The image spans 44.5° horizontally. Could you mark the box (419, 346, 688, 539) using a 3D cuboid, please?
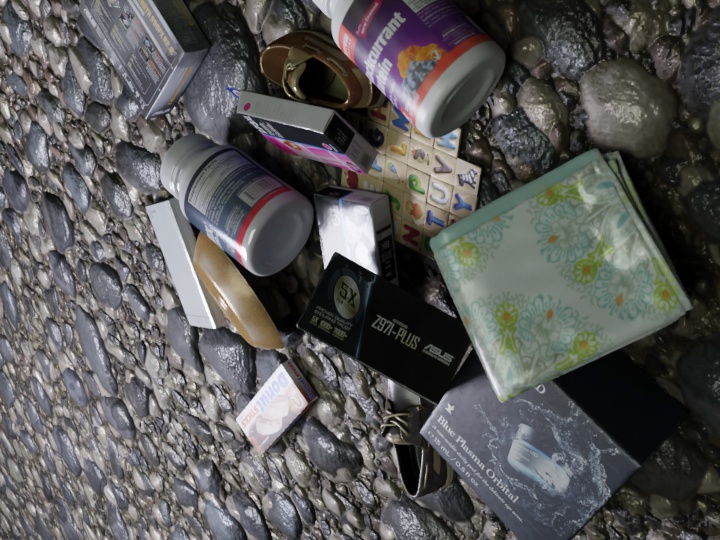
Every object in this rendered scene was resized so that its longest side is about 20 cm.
[{"bbox_3d":[0.194,0.160,0.925,0.197,0.117,0.201,44,134,20],"label":"box"}]

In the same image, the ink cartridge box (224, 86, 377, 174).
[{"bbox_3d":[-0.078,-0.169,1.048,0.198,0.094,0.037,24,81,41],"label":"ink cartridge box"}]

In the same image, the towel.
[{"bbox_3d":[0.182,0.003,0.817,0.198,0.048,0.173,-27,74,15],"label":"towel"}]

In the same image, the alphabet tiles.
[{"bbox_3d":[0.053,-0.106,1.013,0.198,0.006,0.169,29,129,33],"label":"alphabet tiles"}]

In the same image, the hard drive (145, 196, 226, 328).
[{"bbox_3d":[-0.269,-0.011,1.353,0.131,0.026,0.203,0,111,62],"label":"hard drive"}]

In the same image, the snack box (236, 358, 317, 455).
[{"bbox_3d":[-0.131,0.212,1.351,0.072,0.024,0.200,53,138,13],"label":"snack box"}]

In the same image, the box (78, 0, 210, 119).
[{"bbox_3d":[-0.305,-0.340,1.225,0.202,0.048,0.158,57,138,7],"label":"box"}]

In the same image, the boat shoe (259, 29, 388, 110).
[{"bbox_3d":[-0.054,-0.227,1.005,0.198,0.073,0.077,21,124,42],"label":"boat shoe"}]

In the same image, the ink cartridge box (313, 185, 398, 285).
[{"bbox_3d":[0.000,0.000,1.092,0.098,0.039,0.203,13,121,41],"label":"ink cartridge box"}]

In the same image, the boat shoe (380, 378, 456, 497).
[{"bbox_3d":[0.067,0.193,1.102,0.074,0.073,0.203,-5,106,46],"label":"boat shoe"}]

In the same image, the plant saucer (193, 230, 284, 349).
[{"bbox_3d":[-0.179,0.038,1.233,0.201,0.035,0.201,50,165,18],"label":"plant saucer"}]

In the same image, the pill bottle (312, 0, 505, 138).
[{"bbox_3d":[0.040,-0.238,0.879,0.200,0.111,0.112,48,137,16],"label":"pill bottle"}]

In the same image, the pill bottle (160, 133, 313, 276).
[{"bbox_3d":[-0.168,-0.094,1.159,0.199,0.119,0.121,37,132,27],"label":"pill bottle"}]

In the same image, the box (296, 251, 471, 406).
[{"bbox_3d":[0.026,0.064,0.951,0.162,0.087,0.200,29,176,4],"label":"box"}]
